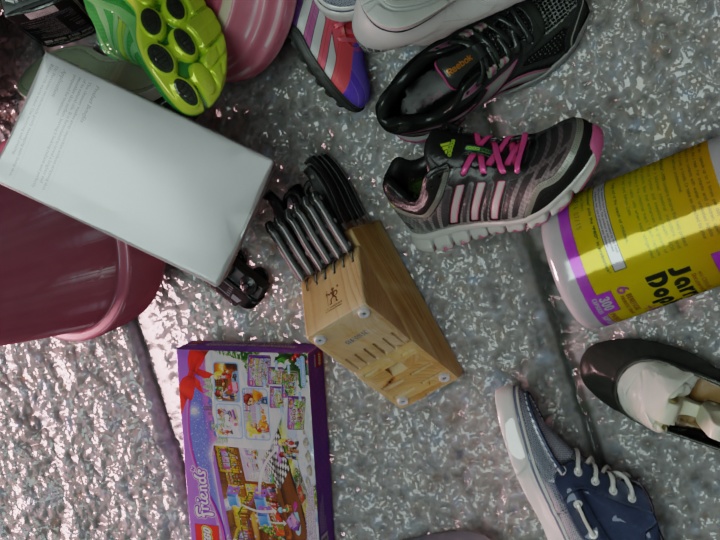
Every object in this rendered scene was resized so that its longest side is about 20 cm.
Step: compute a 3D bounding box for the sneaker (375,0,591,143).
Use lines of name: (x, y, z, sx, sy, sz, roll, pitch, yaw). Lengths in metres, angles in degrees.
sneaker: (0.094, -0.163, 0.901, 0.200, 0.086, 0.081, -40, 86, 22)

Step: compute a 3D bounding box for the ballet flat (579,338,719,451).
ballet flat: (0.264, 0.104, 0.891, 0.198, 0.068, 0.069, 18, 106, 18)

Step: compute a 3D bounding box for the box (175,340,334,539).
box: (-0.097, 0.167, 1.060, 0.135, 0.039, 0.203, 1, 100, 21)

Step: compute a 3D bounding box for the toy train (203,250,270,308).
toy train: (-0.167, -0.032, 1.057, 0.199, 0.034, 0.046, 38, 121, 12)

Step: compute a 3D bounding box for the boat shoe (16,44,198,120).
boat shoe: (-0.231, -0.159, 1.037, 0.199, 0.061, 0.072, 9, 62, 36)

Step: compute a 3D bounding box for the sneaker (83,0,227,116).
sneaker: (-0.170, -0.199, 0.933, 0.201, 0.074, 0.084, 55, 154, 22)

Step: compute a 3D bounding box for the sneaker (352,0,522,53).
sneaker: (0.085, -0.219, 0.850, 0.198, 0.081, 0.077, -20, 76, -9)

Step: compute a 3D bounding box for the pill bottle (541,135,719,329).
pill bottle: (0.243, -0.035, 0.855, 0.198, 0.104, 0.105, -22, 91, 24)

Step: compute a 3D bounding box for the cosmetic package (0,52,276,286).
cosmetic package: (-0.176, -0.080, 0.918, 0.198, 0.081, 0.114, 27, 93, -6)

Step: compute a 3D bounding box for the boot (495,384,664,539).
boot: (0.185, 0.175, 0.941, 0.090, 0.073, 0.202, -22, 99, 16)

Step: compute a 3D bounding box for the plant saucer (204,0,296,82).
plant saucer: (-0.132, -0.257, 0.951, 0.199, 0.050, 0.203, 18, 116, 44)

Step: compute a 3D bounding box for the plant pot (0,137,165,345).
plant pot: (-0.302, -0.017, 1.012, 0.198, 0.179, 0.202, 12, 113, 30)

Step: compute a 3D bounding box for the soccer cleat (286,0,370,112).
soccer cleat: (-0.031, -0.231, 0.951, 0.073, 0.068, 0.202, -26, 87, 19)

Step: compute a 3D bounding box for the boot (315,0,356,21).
boot: (0.039, -0.273, 0.865, 0.199, 0.090, 0.073, -36, 74, 6)

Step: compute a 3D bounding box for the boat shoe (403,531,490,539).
boat shoe: (0.038, 0.282, 1.017, 0.198, 0.073, 0.066, -19, 97, 33)

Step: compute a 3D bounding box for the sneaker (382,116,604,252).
sneaker: (0.093, -0.078, 0.888, 0.199, 0.074, 0.087, -20, 129, 43)

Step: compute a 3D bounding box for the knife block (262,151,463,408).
knife block: (0.000, 0.000, 0.990, 0.064, 0.177, 0.200, -30, 133, 24)

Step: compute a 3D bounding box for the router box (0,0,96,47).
router box: (-0.294, -0.307, 0.990, 0.061, 0.150, 0.202, -19, 92, -1)
